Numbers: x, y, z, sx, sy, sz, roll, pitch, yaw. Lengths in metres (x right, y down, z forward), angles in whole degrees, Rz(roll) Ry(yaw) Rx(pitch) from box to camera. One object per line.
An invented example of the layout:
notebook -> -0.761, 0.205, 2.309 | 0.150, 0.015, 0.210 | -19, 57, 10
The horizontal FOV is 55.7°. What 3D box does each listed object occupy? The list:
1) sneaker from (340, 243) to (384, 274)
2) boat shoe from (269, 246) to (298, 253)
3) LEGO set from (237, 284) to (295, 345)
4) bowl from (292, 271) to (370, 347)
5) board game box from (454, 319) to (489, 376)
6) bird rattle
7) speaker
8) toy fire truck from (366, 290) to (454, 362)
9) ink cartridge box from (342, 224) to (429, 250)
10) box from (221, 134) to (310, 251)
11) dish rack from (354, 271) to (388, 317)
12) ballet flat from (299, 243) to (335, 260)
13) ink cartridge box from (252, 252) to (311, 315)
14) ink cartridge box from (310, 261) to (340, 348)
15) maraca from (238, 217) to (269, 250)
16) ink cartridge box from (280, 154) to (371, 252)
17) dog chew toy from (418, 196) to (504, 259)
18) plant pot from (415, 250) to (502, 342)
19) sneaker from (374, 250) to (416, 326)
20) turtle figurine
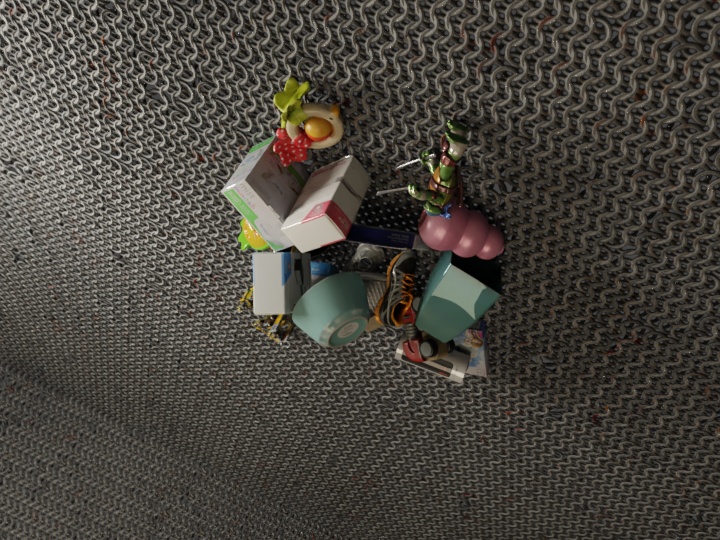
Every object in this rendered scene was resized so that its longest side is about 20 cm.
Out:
sneaker -> 0.000, 0.000, 1.773 | 0.074, 0.082, 0.200 | 31, 141, -6
boat shoe -> -0.206, -0.058, 1.817 | 0.074, 0.066, 0.200 | 56, 137, 12
LEGO set -> -0.289, 0.150, 2.068 | 0.152, 0.117, 0.201 | -9, 129, 35
bowl -> -0.055, 0.109, 1.637 | 0.105, 0.199, 0.202 | 56, 152, 29
board game box -> 0.253, 0.204, 1.891 | 0.198, 0.044, 0.200 | 7, 138, 23
bird rattle -> -0.116, -0.308, 1.491 | 0.161, 0.114, 0.201 | 3, 141, 2
speaker -> 0.197, 0.236, 1.861 | 0.198, 0.082, 0.082 | 21, 141, 9
toy fire truck -> 0.123, 0.154, 1.793 | 0.199, 0.128, 0.178 | -15, 83, 45
ink cartridge box -> 0.048, -0.080, 1.595 | 0.197, 0.200, 0.041 | 9, 95, 19
box -> -0.198, -0.181, 1.609 | 0.096, 0.178, 0.200 | -15, 127, 39
dish rack -> 0.019, 0.062, 1.781 | 0.198, 0.044, 0.172 | 7, 135, -38
ballet flat -> -0.106, -0.072, 1.780 | 0.067, 0.047, 0.200 | 38, 140, -13
ink cartridge box -> -0.188, 0.029, 1.674 | 0.083, 0.200, 0.147 | -2, 90, 14
ink cartridge box -> -0.110, 0.092, 1.822 | 0.066, 0.202, 0.116 | 6, 157, 22
maraca -> -0.256, -0.117, 1.753 | 0.106, 0.139, 0.199 | 22, 159, -38
ink cartridge box -> -0.074, -0.152, 1.553 | 0.145, 0.201, 0.083 | -16, 128, 40
dog chew toy -> 0.231, -0.087, 1.528 | 0.198, 0.126, 0.125 | 23, 142, -9
plant pot -> 0.221, 0.061, 1.620 | 0.140, 0.142, 0.201 | 30, 118, -6
sneaker -> 0.104, 0.049, 1.710 | 0.078, 0.202, 0.077 | 10, -169, -38
turtle figurine -> 0.136, -0.215, 1.407 | 0.200, 0.143, 0.195 | 42, 127, 22
